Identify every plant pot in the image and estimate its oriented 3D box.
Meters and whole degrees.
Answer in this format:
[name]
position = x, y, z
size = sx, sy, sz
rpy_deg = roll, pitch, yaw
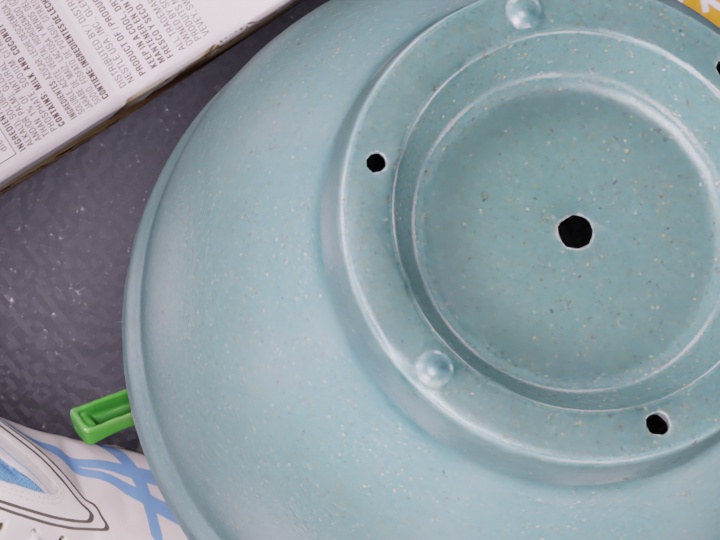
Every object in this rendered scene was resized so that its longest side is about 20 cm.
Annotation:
[plant pot]
position = 0.043, 0.002, 0.694
size = 0.200, 0.134, 0.201
rpy_deg = 2, 75, -9

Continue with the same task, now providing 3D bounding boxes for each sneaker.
[sneaker]
position = -0.104, 0.076, 0.777
size = 0.072, 0.073, 0.200
rpy_deg = -31, 138, 31

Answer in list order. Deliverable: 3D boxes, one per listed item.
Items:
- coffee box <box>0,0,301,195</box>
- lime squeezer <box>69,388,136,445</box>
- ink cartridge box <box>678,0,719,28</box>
[coffee box]
position = -0.103, -0.069, 0.775
size = 0.200, 0.113, 0.080
rpy_deg = -31, 95, 15
[lime squeezer]
position = 0.000, 0.000, 0.796
size = 0.200, 0.071, 0.038
rpy_deg = -34, 52, -14
[ink cartridge box]
position = 0.199, -0.110, 0.745
size = 0.200, 0.043, 0.197
rpy_deg = 34, 107, 3
